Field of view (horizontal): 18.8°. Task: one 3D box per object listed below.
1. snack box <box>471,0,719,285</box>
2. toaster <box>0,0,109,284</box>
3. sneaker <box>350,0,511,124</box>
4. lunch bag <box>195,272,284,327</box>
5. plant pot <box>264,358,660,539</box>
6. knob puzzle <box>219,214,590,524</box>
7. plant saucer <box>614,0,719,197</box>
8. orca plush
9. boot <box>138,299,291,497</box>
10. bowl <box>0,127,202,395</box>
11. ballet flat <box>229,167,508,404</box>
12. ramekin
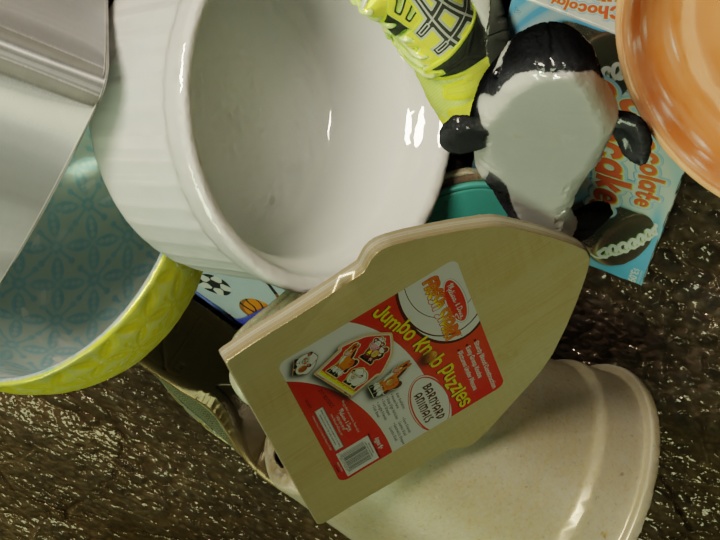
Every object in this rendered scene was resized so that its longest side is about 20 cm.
[{"bbox_3d":[0.126,-0.079,1.194,0.115,0.037,0.201,21,147,8],"label":"snack box"},{"bbox_3d":[-0.219,-0.102,1.153,0.118,0.201,0.181,18,127,-22],"label":"toaster"},{"bbox_3d":[0.024,-0.147,1.116,0.075,0.076,0.201,42,158,46],"label":"sneaker"},{"bbox_3d":[-0.045,-0.032,1.348,0.160,0.076,0.200,38,147,-21],"label":"lunch bag"},{"bbox_3d":[0.050,0.111,1.332,0.183,0.202,0.200,29,149,-23],"label":"plant pot"},{"bbox_3d":[0.032,0.034,1.175,0.031,0.218,0.220,56,167,38],"label":"knob puzzle"},{"bbox_3d":[0.221,-0.112,1.041,0.199,0.038,0.201,13,127,18],"label":"plant saucer"},{"bbox_3d":[0.102,-0.081,1.123,0.104,0.072,0.200,-6,154,19],"label":"orca plush"},{"bbox_3d":[-0.072,0.088,1.475,0.200,0.072,0.155,38,176,5],"label":"boot"},{"bbox_3d":[-0.160,-0.010,1.278,0.199,0.202,0.108,4,160,31],"label":"bowl"},{"bbox_3d":[0.000,0.000,1.250,0.200,0.062,0.068,-38,118,6],"label":"ballet flat"},{"bbox_3d":[-0.050,-0.089,1.164,0.097,0.201,0.201,2,141,45],"label":"ramekin"}]
